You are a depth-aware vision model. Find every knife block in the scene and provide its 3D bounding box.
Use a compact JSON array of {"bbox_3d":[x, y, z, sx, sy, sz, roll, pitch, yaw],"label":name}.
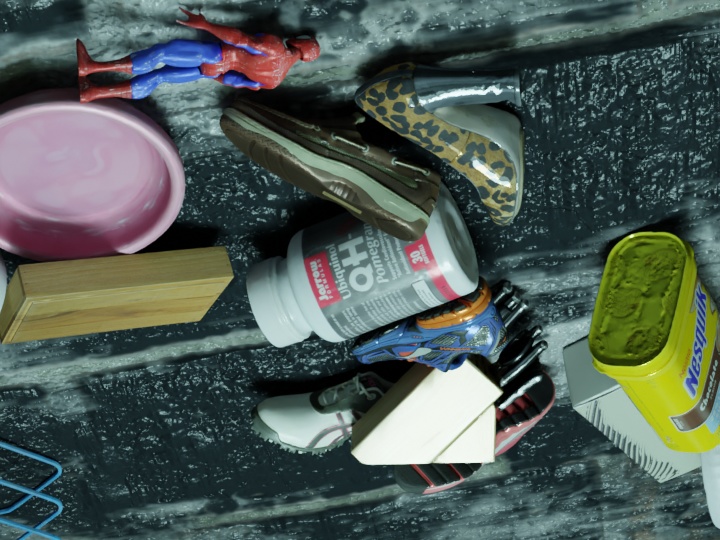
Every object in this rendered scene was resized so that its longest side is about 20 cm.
[{"bbox_3d":[0.087,0.102,1.591,0.198,0.064,0.177,-1,107,1],"label":"knife block"}]

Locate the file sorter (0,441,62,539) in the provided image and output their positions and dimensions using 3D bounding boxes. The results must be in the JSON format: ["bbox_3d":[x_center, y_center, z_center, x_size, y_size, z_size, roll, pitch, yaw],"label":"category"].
[{"bbox_3d":[-0.395,0.301,1.691,0.122,0.201,0.138,27,130,-37],"label":"file sorter"}]

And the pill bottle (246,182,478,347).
[{"bbox_3d":[0.000,0.000,1.460,0.199,0.111,0.111,-21,138,16],"label":"pill bottle"}]

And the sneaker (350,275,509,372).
[{"bbox_3d":[0.064,0.067,1.530,0.079,0.075,0.199,52,145,-16],"label":"sneaker"}]

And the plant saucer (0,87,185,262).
[{"bbox_3d":[-0.251,-0.087,1.367,0.198,0.051,0.201,-4,139,-4],"label":"plant saucer"}]

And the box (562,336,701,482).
[{"bbox_3d":[0.298,0.146,1.703,0.068,0.083,0.200,-28,135,25],"label":"box"}]

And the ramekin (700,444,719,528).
[{"bbox_3d":[0.419,0.192,1.692,0.093,0.204,0.203,-7,142,19],"label":"ramekin"}]

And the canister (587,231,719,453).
[{"bbox_3d":[0.308,0.076,1.571,0.086,0.150,0.200,0,150,33],"label":"canister"}]

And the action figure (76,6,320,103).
[{"bbox_3d":[-0.130,-0.173,1.286,0.198,0.052,0.066,-4,146,-11],"label":"action figure"}]

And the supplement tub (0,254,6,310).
[{"bbox_3d":[-0.419,-0.005,1.361,0.131,0.133,0.200,-28,143,23],"label":"supplement tub"}]

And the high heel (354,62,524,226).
[{"bbox_3d":[0.073,-0.107,1.390,0.141,0.072,0.201,0,142,7],"label":"high heel"}]

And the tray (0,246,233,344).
[{"bbox_3d":[-0.225,0.023,1.452,0.198,0.037,0.099,-5,156,-29],"label":"tray"}]

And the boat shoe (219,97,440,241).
[{"bbox_3d":[-0.022,-0.103,1.367,0.201,0.075,0.075,30,167,-11],"label":"boat shoe"}]

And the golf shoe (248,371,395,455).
[{"bbox_3d":[-0.019,0.142,1.670,0.198,0.077,0.089,3,124,-21],"label":"golf shoe"}]

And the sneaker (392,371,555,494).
[{"bbox_3d":[0.125,0.185,1.689,0.199,0.074,0.087,-31,156,-14],"label":"sneaker"}]
